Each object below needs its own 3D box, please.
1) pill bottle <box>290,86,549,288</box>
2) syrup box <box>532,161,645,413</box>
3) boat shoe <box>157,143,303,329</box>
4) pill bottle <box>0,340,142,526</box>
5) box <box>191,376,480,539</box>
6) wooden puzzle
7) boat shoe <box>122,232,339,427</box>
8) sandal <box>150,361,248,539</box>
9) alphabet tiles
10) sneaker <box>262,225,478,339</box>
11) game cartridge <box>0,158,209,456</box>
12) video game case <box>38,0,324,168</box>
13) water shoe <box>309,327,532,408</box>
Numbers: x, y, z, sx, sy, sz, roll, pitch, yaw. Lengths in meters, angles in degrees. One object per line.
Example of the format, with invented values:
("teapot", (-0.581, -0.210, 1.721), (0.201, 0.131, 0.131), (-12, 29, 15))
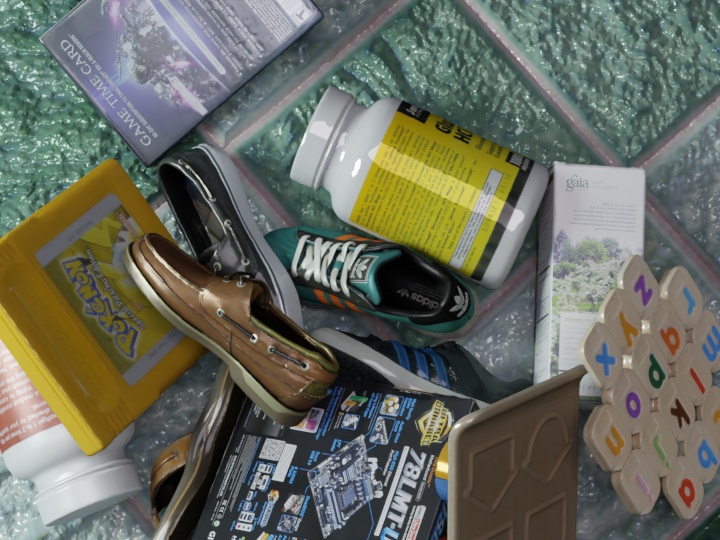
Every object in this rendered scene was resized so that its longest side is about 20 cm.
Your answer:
("pill bottle", (0.048, -0.074, 1.632), (0.199, 0.112, 0.113), (25, 79, 1))
("syrup box", (0.190, 0.015, 1.640), (0.078, 0.081, 0.202), (3, 79, -4))
("boat shoe", (-0.112, -0.011, 1.629), (0.056, 0.069, 0.201), (-12, 70, -41))
("pill bottle", (-0.249, 0.098, 1.585), (0.111, 0.112, 0.202), (-20, 81, -7))
("box", (-0.021, 0.182, 1.551), (0.197, 0.050, 0.201), (7, 61, 24))
("wooden puzzle", (0.111, 0.182, 1.529), (0.046, 0.185, 0.202), (14, 109, 34))
("boat shoe", (-0.099, 0.031, 1.563), (0.200, 0.072, 0.068), (42, 113, 2))
("sandal", (-0.140, 0.159, 1.600), (0.054, 0.082, 0.202), (15, 78, 19))
("alphabet tiles", (0.241, 0.096, 1.594), (0.196, 0.015, 0.201), (55, 49, -26))
("sneaker", (0.000, 0.000, 1.618), (0.198, 0.080, 0.072), (14, 78, 16))
("game cartridge", (-0.206, 0.025, 1.561), (0.177, 0.032, 0.200), (55, 37, -8))
("video game case", (-0.151, -0.205, 1.656), (0.200, 0.019, 0.143), (-40, 97, 5))
("water shoe", (0.050, 0.093, 1.635), (0.199, 0.072, 0.079), (26, 46, 9))
